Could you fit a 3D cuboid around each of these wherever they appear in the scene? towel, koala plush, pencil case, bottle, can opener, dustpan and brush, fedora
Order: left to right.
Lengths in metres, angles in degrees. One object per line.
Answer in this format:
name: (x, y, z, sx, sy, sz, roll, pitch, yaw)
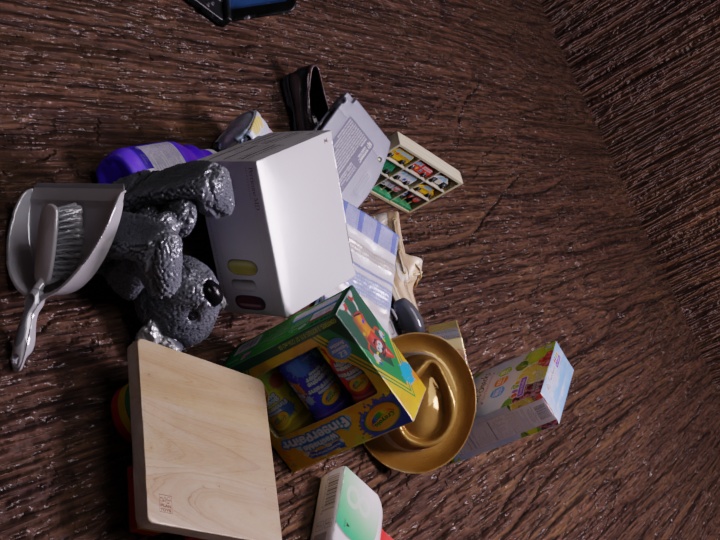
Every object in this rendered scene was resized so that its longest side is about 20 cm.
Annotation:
dustpan and brush: (-0.320, 0.004, 1.080, 0.057, 0.138, 0.203, 18, 77, -61)
koala plush: (-0.223, 0.004, 1.203, 0.178, 0.182, 0.201, -62, 141, -44)
bottle: (-0.245, -0.120, 1.333, 0.084, 0.065, 0.200, 61, 28, 2)
pencil case: (-0.121, -0.138, 1.526, 0.083, 0.090, 0.200, -52, 121, -17)
towel: (0.000, 0.000, 1.625, 0.146, 0.024, 0.202, 31, 54, -33)
can opener: (0.087, 0.144, 1.659, 0.053, 0.066, 0.202, -11, 76, -62)
fedora: (0.084, 0.187, 1.498, 0.202, 0.199, 0.082, 63, -13, 0)

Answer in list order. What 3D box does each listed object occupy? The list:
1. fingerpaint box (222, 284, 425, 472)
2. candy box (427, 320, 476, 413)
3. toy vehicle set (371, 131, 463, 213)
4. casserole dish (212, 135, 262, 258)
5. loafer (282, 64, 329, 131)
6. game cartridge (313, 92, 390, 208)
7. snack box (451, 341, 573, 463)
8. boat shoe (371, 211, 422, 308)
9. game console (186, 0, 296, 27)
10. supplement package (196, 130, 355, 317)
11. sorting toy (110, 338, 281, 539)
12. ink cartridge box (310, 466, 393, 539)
fingerpaint box: (-0.048, 0.138, 1.302, 0.168, 0.199, 0.074, 55, 31, -15)
candy box: (0.141, 0.151, 1.656, 0.200, 0.055, 0.117, -60, 138, -85)
toy vehicle set: (0.074, -0.167, 1.840, 0.199, 0.124, 0.027, 24, 46, -49)
casserole dish: (-0.151, -0.080, 1.419, 0.121, 0.038, 0.203, 13, 83, -55)
loafer: (-0.072, -0.243, 1.725, 0.072, 0.063, 0.202, 5, 62, -57)
game cartridge: (-0.034, -0.168, 1.680, 0.133, 0.041, 0.201, 46, 58, -21)
snack box: (0.233, 0.212, 1.707, 0.068, 0.199, 0.169, 56, 28, -11)
boat shoe: (0.069, -0.006, 1.734, 0.074, 0.068, 0.202, 59, 10, -78)
game console: (-0.205, -0.497, 1.662, 0.175, 0.116, 0.202, 30, 42, -45)
supplement package: (-0.106, -0.063, 1.358, 0.155, 0.110, 0.202, -30, 116, -49)
sorting toy: (-0.186, 0.201, 1.157, 0.199, 0.069, 0.201, 27, 45, -47)
ink cartridge box: (0.014, 0.377, 1.368, 0.200, 0.050, 0.162, 44, 34, -27)
